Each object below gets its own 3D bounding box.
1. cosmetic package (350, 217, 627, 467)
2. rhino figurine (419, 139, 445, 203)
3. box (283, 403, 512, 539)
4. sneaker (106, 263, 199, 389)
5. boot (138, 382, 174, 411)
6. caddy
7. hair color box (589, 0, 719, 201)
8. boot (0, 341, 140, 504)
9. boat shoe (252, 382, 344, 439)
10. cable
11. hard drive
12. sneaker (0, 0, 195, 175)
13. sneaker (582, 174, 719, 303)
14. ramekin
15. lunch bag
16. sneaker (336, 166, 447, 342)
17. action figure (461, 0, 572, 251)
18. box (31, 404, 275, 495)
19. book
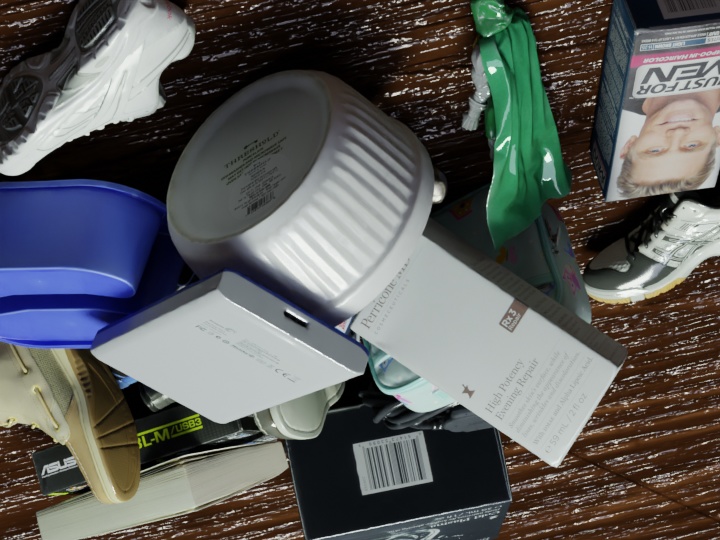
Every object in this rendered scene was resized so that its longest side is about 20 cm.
[{"bbox_3d":[0.102,0.054,1.383,0.199,0.074,0.102,32,105,8],"label":"cosmetic package"},{"bbox_3d":[-0.024,-0.046,1.417,0.199,0.088,0.060,-32,120,15],"label":"rhino figurine"},{"bbox_3d":[0.034,0.205,1.693,0.199,0.125,0.197,-11,163,-3],"label":"box"},{"bbox_3d":[-0.183,0.029,1.497,0.078,0.070,0.200,36,123,-29],"label":"sneaker"},{"bbox_3d":[-0.132,0.087,1.492,0.130,0.068,0.200,-30,-175,8],"label":"boot"},{"bbox_3d":[-0.233,-0.014,1.383,0.199,0.106,0.142,-1,148,14],"label":"caddy"},{"bbox_3d":[0.247,-0.146,1.396,0.099,0.061,0.201,-8,143,-6],"label":"hair color box"},{"bbox_3d":[-0.286,0.126,1.497,0.155,0.201,0.073,-25,180,18],"label":"boot"},{"bbox_3d":[-0.065,0.109,1.554,0.060,0.073,0.202,-13,-172,15],"label":"boat shoe"},{"bbox_3d":[0.090,0.083,1.575,0.199,0.164,0.051,-14,123,23],"label":"cable"},{"bbox_3d":[-0.102,0.061,1.312,0.132,0.025,0.200,31,150,-24],"label":"hard drive"},{"bbox_3d":[-0.194,-0.127,1.280,0.099,0.078,0.200,22,132,-41],"label":"sneaker"},{"bbox_3d":[0.280,-0.043,1.544,0.199,0.076,0.088,-25,125,12],"label":"sneaker"},{"bbox_3d":[-0.053,-0.058,1.316,0.199,0.201,0.105,-29,131,21],"label":"ramekin"},{"bbox_3d":[0.094,0.024,1.486,0.199,0.161,0.077,-28,141,21],"label":"lunch bag"},{"bbox_3d":[0.000,0.000,1.470,0.199,0.109,0.070,-33,139,24],"label":"sneaker"},{"bbox_3d":[0.114,-0.130,1.360,0.054,0.118,0.201,13,132,31],"label":"action figure"},{"bbox_3d":[-0.178,0.160,1.609,0.192,0.048,0.200,-16,171,9],"label":"box"},{"bbox_3d":[-0.179,0.203,1.584,0.199,0.048,0.133,-22,172,36],"label":"book"}]
